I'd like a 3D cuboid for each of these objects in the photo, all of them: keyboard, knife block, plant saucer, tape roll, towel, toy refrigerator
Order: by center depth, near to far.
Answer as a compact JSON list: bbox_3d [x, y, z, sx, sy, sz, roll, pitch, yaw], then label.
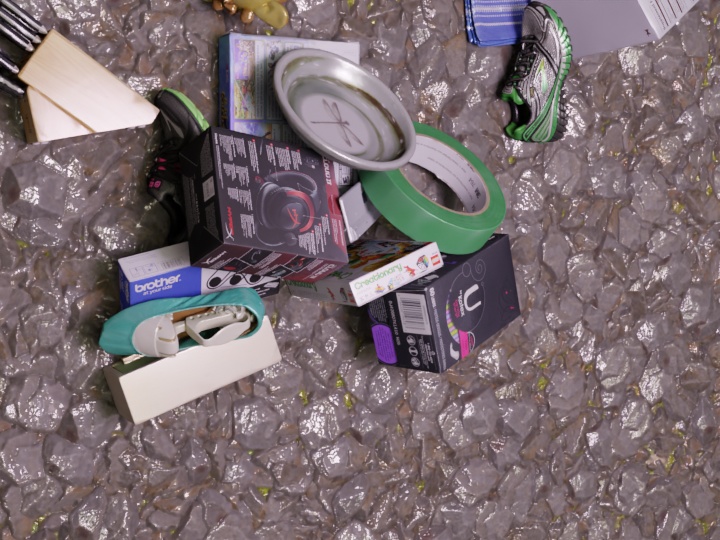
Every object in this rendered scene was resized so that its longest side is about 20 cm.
[{"bbox_3d":[-0.346,-0.238,1.312,0.199,0.064,0.176,-13,101,-26],"label":"knife block"},{"bbox_3d":[-0.027,-0.185,1.401,0.199,0.050,0.201,23,40,-20],"label":"plant saucer"},{"bbox_3d":[-0.207,0.112,1.409,0.199,0.076,0.070,-23,105,-23],"label":"toy refrigerator"},{"bbox_3d":[0.006,-0.086,1.458,0.011,0.200,0.057,-17,101,18],"label":"keyboard"},{"bbox_3d":[0.094,-0.110,1.488,0.200,0.201,0.048,15,130,-28],"label":"tape roll"},{"bbox_3d":[0.207,-0.418,1.606,0.144,0.024,0.201,-10,99,-27],"label":"towel"}]

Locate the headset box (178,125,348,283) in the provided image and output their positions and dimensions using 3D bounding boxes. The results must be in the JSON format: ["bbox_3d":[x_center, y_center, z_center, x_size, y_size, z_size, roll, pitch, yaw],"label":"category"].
[{"bbox_3d":[-0.104,-0.072,1.349,0.199,0.075,0.149,8,64,-39],"label":"headset box"}]

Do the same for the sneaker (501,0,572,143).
[{"bbox_3d":[0.242,-0.272,1.596,0.085,0.078,0.201,-11,110,-22],"label":"sneaker"}]

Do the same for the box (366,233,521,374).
[{"bbox_3d":[0.111,0.037,1.508,0.200,0.106,0.123,-31,117,-45],"label":"box"}]

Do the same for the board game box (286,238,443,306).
[{"bbox_3d":[0.000,0.000,1.436,0.126,0.200,0.035,-25,103,-24],"label":"board game box"}]

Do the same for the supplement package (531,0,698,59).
[{"bbox_3d":[0.367,-0.417,1.584,0.200,0.191,0.147,-43,111,-25],"label":"supplement package"}]

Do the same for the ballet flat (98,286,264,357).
[{"bbox_3d":[-0.206,0.066,1.342,0.199,0.070,0.068,-14,121,-16],"label":"ballet flat"}]

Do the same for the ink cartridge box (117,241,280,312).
[{"bbox_3d":[-0.193,0.008,1.398,0.199,0.044,0.094,-16,139,-24],"label":"ink cartridge box"}]

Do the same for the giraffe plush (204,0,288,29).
[{"bbox_3d":[-0.113,-0.383,1.384,0.199,0.172,0.163,-2,117,-37],"label":"giraffe plush"}]

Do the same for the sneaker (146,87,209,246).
[{"bbox_3d":[-0.218,-0.120,1.382,0.083,0.077,0.201,-16,101,-29],"label":"sneaker"}]

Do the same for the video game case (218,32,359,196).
[{"bbox_3d":[-0.090,-0.194,1.459,0.181,0.045,0.201,-2,95,-29],"label":"video game case"}]
